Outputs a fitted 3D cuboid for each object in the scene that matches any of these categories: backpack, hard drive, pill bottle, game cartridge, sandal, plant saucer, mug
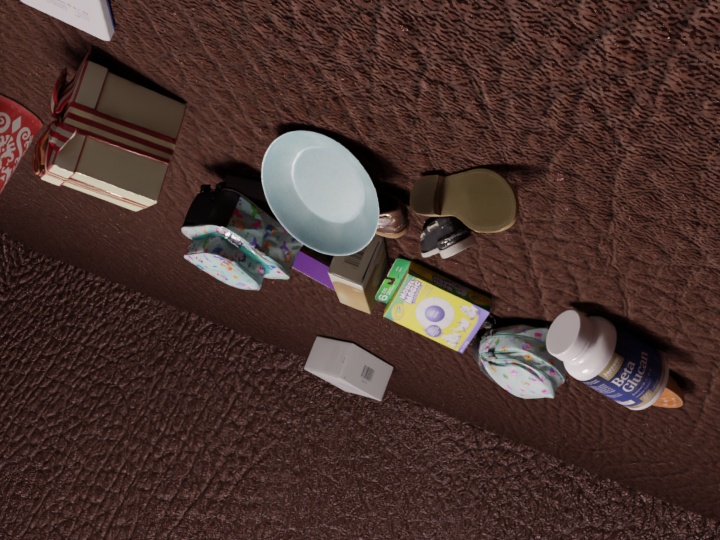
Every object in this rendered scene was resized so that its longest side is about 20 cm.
[{"bbox_3d":[0.323,0.173,1.666,0.165,0.128,0.199,32,161,-22],"label":"backpack"},{"bbox_3d":[-0.370,-0.357,1.038,0.130,0.026,0.200,24,166,-4],"label":"hard drive"},{"bbox_3d":[0.411,0.146,1.448,0.198,0.113,0.111,28,165,-21],"label":"pill bottle"},{"bbox_3d":[-0.152,-0.115,1.566,0.197,0.042,0.133,18,169,21],"label":"game cartridge"},{"bbox_3d":[-0.206,-0.049,1.540,0.198,0.153,0.176,26,165,-31],"label":"backpack"},{"bbox_3d":[0.154,-0.090,1.124,0.069,0.079,0.210,8,-177,-35],"label":"sandal"},{"bbox_3d":[0.522,0.207,1.652,0.197,0.038,0.200,23,166,6],"label":"plant saucer"},{"bbox_3d":[-0.053,-0.118,1.255,0.198,0.039,0.204,18,130,22],"label":"plant saucer"},{"bbox_3d":[-0.753,-0.247,1.706,0.132,0.203,0.177,12,163,40],"label":"mug"}]

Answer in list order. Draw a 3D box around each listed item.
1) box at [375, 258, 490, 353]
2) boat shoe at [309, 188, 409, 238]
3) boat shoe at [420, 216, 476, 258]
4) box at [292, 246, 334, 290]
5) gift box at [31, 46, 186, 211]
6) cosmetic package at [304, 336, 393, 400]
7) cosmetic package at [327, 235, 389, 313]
[{"bbox_3d":[0.132,0.064,1.614,0.197,0.049,0.118,26,125,-5],"label":"box"},{"bbox_3d":[-0.019,-0.106,1.318,0.196,0.072,0.071,11,159,19],"label":"boat shoe"},{"bbox_3d":[0.120,-0.057,1.277,0.200,0.073,0.061,-128,13,-86],"label":"boat shoe"},{"bbox_3d":[-0.087,-0.011,1.744,0.198,0.040,0.137,30,-174,-24],"label":"box"},{"bbox_3d":[-0.382,-0.209,1.307,0.184,0.188,0.199,19,165,-24],"label":"gift box"},{"bbox_3d":[-0.038,0.314,2.786,0.198,0.125,0.198,33,162,-36],"label":"cosmetic package"},{"bbox_3d":[0.000,0.000,1.598,0.070,0.107,0.200,21,168,11],"label":"cosmetic package"}]
